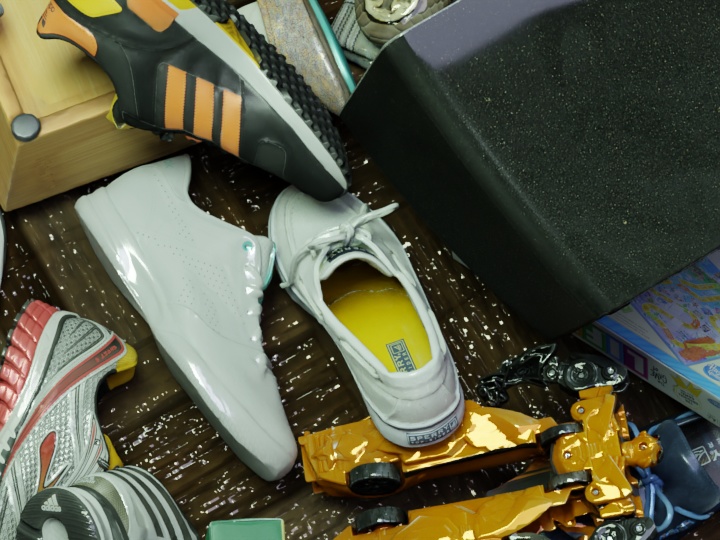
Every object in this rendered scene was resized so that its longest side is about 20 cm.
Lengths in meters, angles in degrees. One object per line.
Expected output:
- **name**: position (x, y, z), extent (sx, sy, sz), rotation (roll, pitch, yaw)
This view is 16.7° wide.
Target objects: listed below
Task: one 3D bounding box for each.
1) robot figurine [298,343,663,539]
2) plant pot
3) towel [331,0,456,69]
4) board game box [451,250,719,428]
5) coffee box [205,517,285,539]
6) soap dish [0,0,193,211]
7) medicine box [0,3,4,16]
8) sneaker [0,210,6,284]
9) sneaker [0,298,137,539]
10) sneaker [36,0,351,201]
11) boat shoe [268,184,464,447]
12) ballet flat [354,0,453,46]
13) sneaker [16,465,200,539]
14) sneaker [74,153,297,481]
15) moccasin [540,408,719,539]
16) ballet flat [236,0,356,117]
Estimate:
- **robot figurine**: position (0.070, 0.120, 1.355), extent (0.199, 0.058, 0.145), rotation (-12, 62, 9)
- **plant pot**: position (0.128, -0.075, 1.328), extent (0.200, 0.200, 0.178), rotation (-31, 88, -11)
- **towel**: position (0.104, -0.174, 1.477), extent (0.200, 0.035, 0.193), rotation (26, 70, 19)
- **board game box**: position (0.170, -0.012, 1.422), extent (0.200, 0.034, 0.134), rotation (34, 68, 24)
- **coffee box**: position (-0.057, 0.240, 1.303), extent (0.044, 0.123, 0.201), rotation (-3, 71, -6)
- **soap dish**: position (-0.171, -0.154, 1.438), extent (0.157, 0.081, 0.200), rotation (-21, 77, -13)
- **medicine box**: position (-0.336, -0.168, 1.367), extent (0.182, 0.103, 0.200), rotation (-40, 74, 6)
- **sneaker**: position (-0.249, 0.029, 1.355), extent (0.067, 0.108, 0.202), rotation (23, 71, 1)
- **sneaker**: position (-0.174, 0.116, 1.352), extent (0.082, 0.078, 0.200), rotation (16, 72, -4)
- **sneaker**: position (-0.092, -0.099, 1.369), extent (0.090, 0.070, 0.200), rotation (-39, 113, 13)
- **boat shoe**: position (-0.004, 0.002, 1.368), extent (0.074, 0.086, 0.202), rotation (-20, 48, -7)
- **ballet flat**: position (0.046, -0.225, 1.474), extent (0.067, 0.046, 0.200), rotation (18, 71, 20)
- **sneaker**: position (-0.121, 0.202, 1.332), extent (0.076, 0.115, 0.201), rotation (4, 103, 32)
- **sneaker**: position (-0.078, 0.021, 1.393), extent (0.088, 0.075, 0.200), rotation (-31, 77, -10)
- **moccasin**: position (0.179, 0.108, 1.400), extent (0.200, 0.068, 0.081), rotation (-32, 78, -15)
- **ballet flat**: position (-0.059, -0.164, 1.463), extent (0.067, 0.068, 0.200), rotation (-22, 63, 3)
